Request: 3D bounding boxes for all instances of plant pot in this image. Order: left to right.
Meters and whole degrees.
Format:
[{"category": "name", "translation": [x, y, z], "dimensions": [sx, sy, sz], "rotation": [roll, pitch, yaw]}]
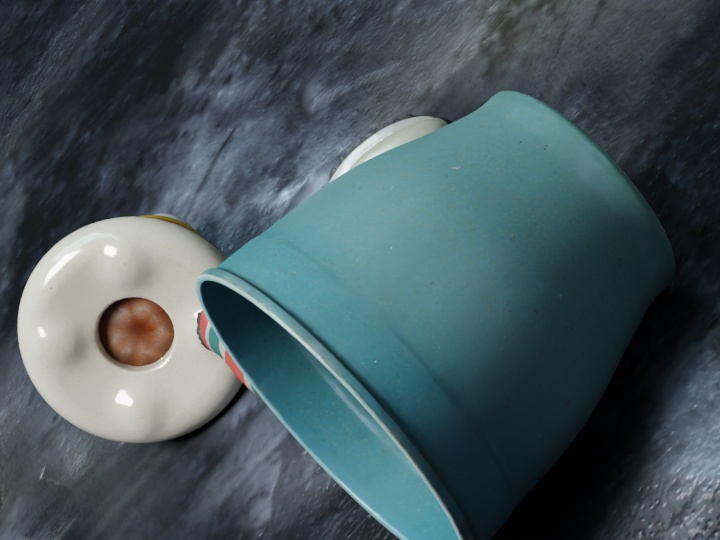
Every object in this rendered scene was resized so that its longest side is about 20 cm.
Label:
[{"category": "plant pot", "translation": [0.051, 0.017, 1.437], "dimensions": [0.188, 0.200, 0.200], "rotation": [-42, 26, -14]}]

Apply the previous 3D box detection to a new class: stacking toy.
[{"category": "stacking toy", "translation": [-0.137, 0.013, 1.804], "dimensions": [0.146, 0.146, 0.200], "rotation": [-45, 12, 13]}]

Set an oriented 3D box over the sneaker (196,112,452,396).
[{"category": "sneaker", "translation": [-0.001, 0.000, 1.664], "dimensions": [0.200, 0.070, 0.093], "rotation": [-43, 54, 1]}]
